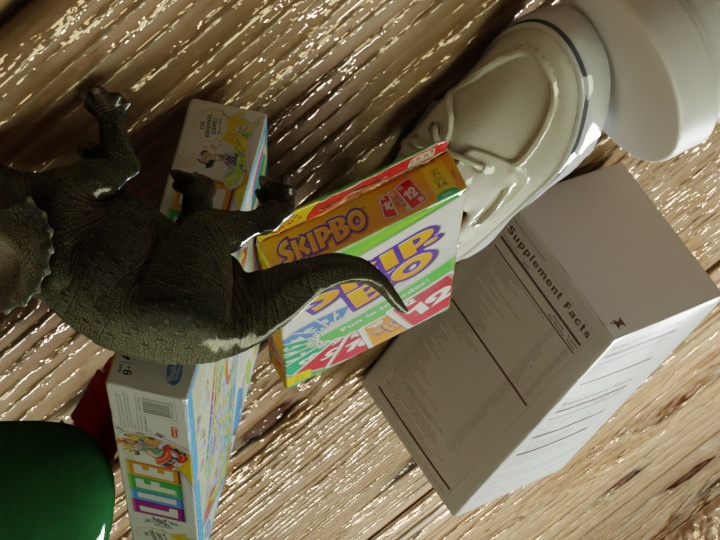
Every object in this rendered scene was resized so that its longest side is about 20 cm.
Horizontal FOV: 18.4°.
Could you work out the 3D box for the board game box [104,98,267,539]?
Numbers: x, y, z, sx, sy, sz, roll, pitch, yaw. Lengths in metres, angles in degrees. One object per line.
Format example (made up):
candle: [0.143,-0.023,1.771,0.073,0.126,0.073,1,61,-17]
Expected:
board game box: [-0.073,0.033,0.983,0.200,0.034,0.135,95,9,-63]

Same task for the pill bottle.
pill bottle: [0.201,-0.140,1.075,0.200,0.116,0.116,-30,162,-19]

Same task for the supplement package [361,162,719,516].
supplement package: [0.111,0.044,1.386,0.109,0.114,0.200,-18,156,-42]

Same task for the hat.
hat: [-0.113,0.104,0.981,0.176,0.201,0.166,-16,175,-15]

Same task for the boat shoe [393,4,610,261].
boat shoe: [0.053,-0.056,1.099,0.070,0.071,0.200,-28,168,-35]

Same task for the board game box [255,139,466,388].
board game box: [0.000,0.000,1.046,0.095,0.030,0.200,-26,161,-9]

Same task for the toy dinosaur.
toy dinosaur: [-0.084,-0.003,0.855,0.077,0.200,0.102,-45,-158,59]
